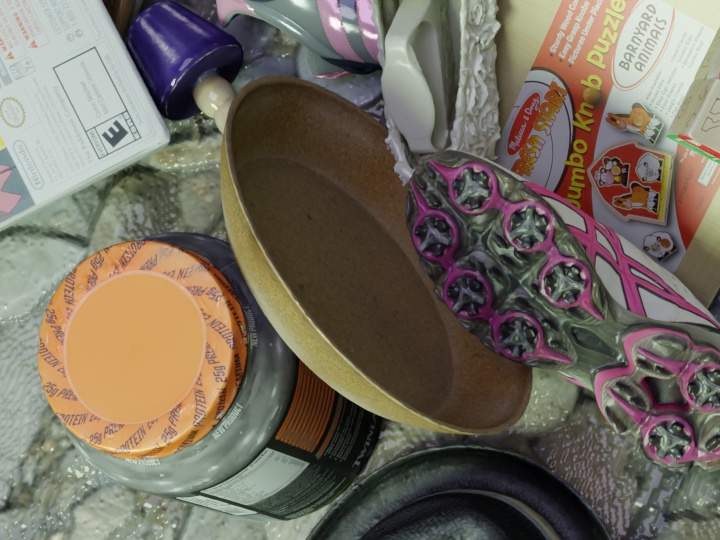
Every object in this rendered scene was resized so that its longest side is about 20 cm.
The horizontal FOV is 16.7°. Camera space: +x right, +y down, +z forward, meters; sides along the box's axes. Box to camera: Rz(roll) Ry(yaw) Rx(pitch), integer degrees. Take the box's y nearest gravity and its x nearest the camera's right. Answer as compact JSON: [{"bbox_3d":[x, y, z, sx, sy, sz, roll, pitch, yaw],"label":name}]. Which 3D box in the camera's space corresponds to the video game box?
[{"bbox_3d":[-0.221,-0.112,1.262,0.181,0.047,0.201,-27,90,-10],"label":"video game box"}]

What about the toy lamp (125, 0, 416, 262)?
[{"bbox_3d":[-0.048,-0.062,1.272,0.058,0.058,0.200,-43,73,5],"label":"toy lamp"}]

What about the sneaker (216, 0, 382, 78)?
[{"bbox_3d":[0.015,-0.127,1.269,0.199,0.070,0.082,28,125,11],"label":"sneaker"}]

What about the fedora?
[{"bbox_3d":[0.031,0.177,1.175,0.199,0.092,0.202,-3,79,17],"label":"fedora"}]

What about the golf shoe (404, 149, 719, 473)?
[{"bbox_3d":[0.103,0.014,1.164,0.200,0.092,0.073,41,110,-3],"label":"golf shoe"}]

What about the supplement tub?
[{"bbox_3d":[-0.071,0.052,1.177,0.122,0.200,0.124,-4,77,17],"label":"supplement tub"}]

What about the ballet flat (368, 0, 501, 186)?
[{"bbox_3d":[0.031,-0.129,1.154,0.071,0.072,0.201,-2,112,17],"label":"ballet flat"}]

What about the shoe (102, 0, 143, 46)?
[{"bbox_3d":[-0.147,-0.143,1.322,0.070,0.053,0.201,29,101,7],"label":"shoe"}]

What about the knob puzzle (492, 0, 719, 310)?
[{"bbox_3d":[0.114,-0.089,1.189,0.218,0.030,0.221,12,118,22],"label":"knob puzzle"}]

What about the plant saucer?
[{"bbox_3d":[0.000,0.000,1.145,0.035,0.200,0.201,-38,70,26],"label":"plant saucer"}]

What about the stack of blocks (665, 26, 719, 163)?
[{"bbox_3d":[0.233,-0.122,1.081,0.115,0.059,0.201,26,92,-4],"label":"stack of blocks"}]
